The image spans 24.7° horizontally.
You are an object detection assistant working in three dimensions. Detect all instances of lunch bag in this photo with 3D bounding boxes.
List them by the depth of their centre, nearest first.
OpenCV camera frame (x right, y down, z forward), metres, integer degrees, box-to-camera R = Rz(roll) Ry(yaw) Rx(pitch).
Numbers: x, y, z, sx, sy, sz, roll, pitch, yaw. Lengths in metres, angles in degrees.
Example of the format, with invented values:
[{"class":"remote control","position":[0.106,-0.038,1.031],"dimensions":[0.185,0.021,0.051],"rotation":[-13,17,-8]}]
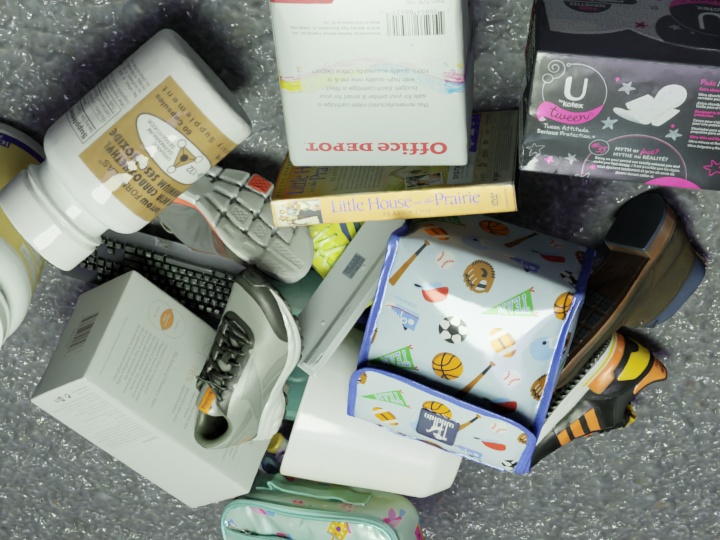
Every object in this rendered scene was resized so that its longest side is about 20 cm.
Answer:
[{"class":"lunch bag","position":[0.087,0.064,1.370],"dimensions":[0.170,0.124,0.200],"rotation":[19,117,7]},{"class":"lunch bag","position":[-0.037,0.273,1.559],"dimensions":[0.200,0.077,0.161],"rotation":[4,118,25]}]

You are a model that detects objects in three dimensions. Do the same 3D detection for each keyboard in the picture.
[{"class":"keyboard","position":[0.000,0.000,1.447],"dimensions":[0.200,0.056,0.011],"rotation":[-54,136,-2]},{"class":"keyboard","position":[-0.190,0.020,1.556],"dimensions":[0.200,0.021,0.127],"rotation":[16,131,9]}]

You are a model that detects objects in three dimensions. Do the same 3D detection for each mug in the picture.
[{"class":"mug","position":[0.021,0.135,1.522],"dimensions":[0.153,0.187,0.150],"rotation":[17,93,1]}]

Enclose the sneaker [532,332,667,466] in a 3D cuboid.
[{"class":"sneaker","position":[0.217,0.142,1.601],"dimensions":[0.090,0.070,0.200],"rotation":[26,127,-11]}]

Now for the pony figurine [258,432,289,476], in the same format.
[{"class":"pony figurine","position":[-0.037,0.236,1.681],"dimensions":[0.200,0.167,0.193],"rotation":[36,157,-26]}]

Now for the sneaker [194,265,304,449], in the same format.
[{"class":"sneaker","position":[-0.103,0.084,1.437],"dimensions":[0.079,0.074,0.200],"rotation":[-22,139,-34]}]

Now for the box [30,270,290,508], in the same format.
[{"class":"box","position":[-0.183,0.114,1.534],"dimensions":[0.200,0.124,0.097],"rotation":[39,143,-25]}]

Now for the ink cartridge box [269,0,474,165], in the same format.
[{"class":"ink cartridge box","position":[0.014,-0.199,1.283],"dimensions":[0.145,0.145,0.200],"rotation":[1,131,6]}]

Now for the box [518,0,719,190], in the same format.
[{"class":"box","position":[0.231,-0.151,1.308],"dimensions":[0.200,0.132,0.115],"rotation":[6,127,1]}]

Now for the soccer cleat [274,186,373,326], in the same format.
[{"class":"soccer cleat","position":[-0.010,-0.004,1.494],"dimensions":[0.065,0.084,0.200],"rotation":[-34,119,30]}]

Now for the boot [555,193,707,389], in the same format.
[{"class":"boot","position":[0.235,0.039,1.460],"dimensions":[0.097,0.075,0.200],"rotation":[39,84,-34]}]

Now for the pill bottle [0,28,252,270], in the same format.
[{"class":"pill bottle","position":[-0.198,-0.096,1.373],"dimensions":[0.200,0.114,0.114],"rotation":[-40,119,5]}]

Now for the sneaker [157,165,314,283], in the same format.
[{"class":"sneaker","position":[-0.126,-0.047,1.463],"dimensions":[0.200,0.077,0.082],"rotation":[36,148,14]}]

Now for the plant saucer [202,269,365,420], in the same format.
[{"class":"plant saucer","position":[-0.061,0.084,1.608],"dimensions":[0.200,0.036,0.200],"rotation":[3,130,4]}]

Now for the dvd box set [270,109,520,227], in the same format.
[{"class":"dvd box set","position":[0.034,-0.086,1.377],"dimensions":[0.200,0.146,0.029],"rotation":[-4,119,9]}]

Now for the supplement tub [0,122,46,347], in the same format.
[{"class":"supplement tub","position":[-0.348,-0.021,1.442],"dimensions":[0.145,0.200,0.146],"rotation":[3,131,4]}]
